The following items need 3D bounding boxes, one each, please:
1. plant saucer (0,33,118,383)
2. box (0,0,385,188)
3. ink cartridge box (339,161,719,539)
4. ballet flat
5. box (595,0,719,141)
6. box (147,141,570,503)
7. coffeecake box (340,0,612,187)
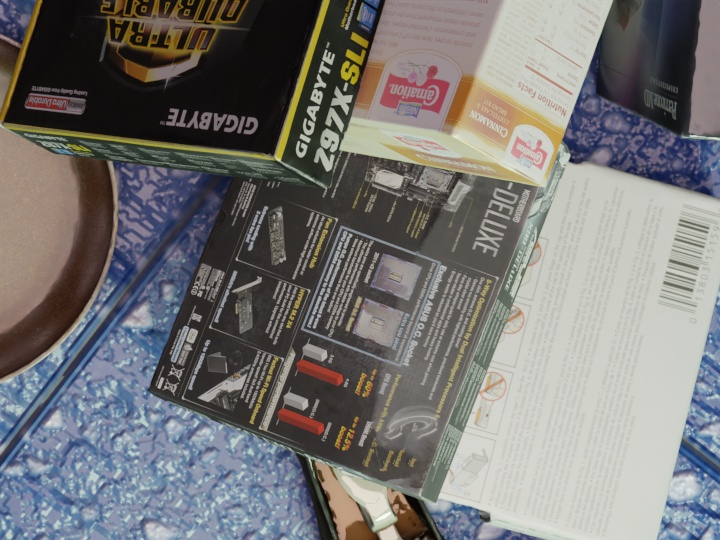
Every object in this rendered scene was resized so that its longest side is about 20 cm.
[{"bbox_3d":[-0.228,-0.034,1.477,0.200,0.032,0.201,-1,99,-6],"label":"plant saucer"},{"bbox_3d":[-0.077,-0.130,1.387,0.049,0.200,0.160,28,76,-47],"label":"box"},{"bbox_3d":[0.094,0.039,1.501,0.173,0.044,0.200,16,83,-4],"label":"ink cartridge box"},{"bbox_3d":[0.009,0.143,1.516,0.068,0.068,0.200,-27,102,-3],"label":"ballet flat"},{"bbox_3d":[0.203,-0.169,1.421,0.123,0.200,0.199,3,99,-8],"label":"box"},{"bbox_3d":[0.000,0.000,1.453,0.158,0.050,0.200,19,85,15],"label":"box"},{"bbox_3d":[0.050,-0.153,1.372,0.073,0.153,0.200,27,81,-41],"label":"coffeecake box"}]
